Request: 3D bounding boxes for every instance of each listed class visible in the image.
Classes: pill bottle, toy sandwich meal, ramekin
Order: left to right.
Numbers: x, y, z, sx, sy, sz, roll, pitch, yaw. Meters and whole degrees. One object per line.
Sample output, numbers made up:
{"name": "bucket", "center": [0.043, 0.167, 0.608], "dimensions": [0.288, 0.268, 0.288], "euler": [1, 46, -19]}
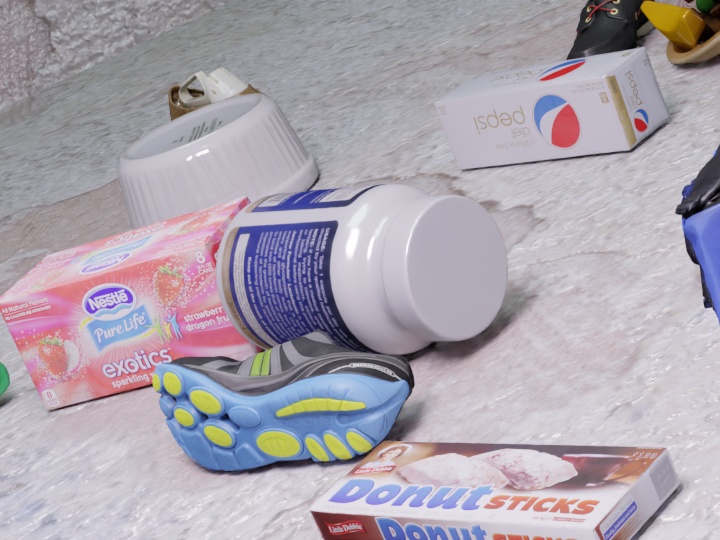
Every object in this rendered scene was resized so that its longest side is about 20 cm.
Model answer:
{"name": "ramekin", "center": [-0.150, -0.101, 1.745], "dimensions": [0.201, 0.095, 0.202], "euler": [-21, 17, 7]}
{"name": "pill bottle", "center": [0.000, 0.000, 1.203], "dimensions": [0.116, 0.116, 0.199], "euler": [-35, 20, -35]}
{"name": "toy sandwich meal", "center": [0.325, -0.268, 1.559], "dimensions": [0.205, 0.070, 0.205], "euler": [-49, 11, 13]}

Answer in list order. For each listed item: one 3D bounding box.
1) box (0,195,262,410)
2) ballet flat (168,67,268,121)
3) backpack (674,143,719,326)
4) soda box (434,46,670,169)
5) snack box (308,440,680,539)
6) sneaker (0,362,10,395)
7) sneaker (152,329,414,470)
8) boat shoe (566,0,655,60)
{"name": "box", "center": [-0.167, 0.026, 1.367], "dimensions": [0.199, 0.103, 0.095], "euler": [-14, 19, 25]}
{"name": "ballet flat", "center": [-0.179, -0.211, 2.155], "dimensions": [0.068, 0.073, 0.200], "euler": [-33, 20, -29]}
{"name": "backpack", "center": [0.244, -0.014, 0.840], "dimensions": [0.162, 0.169, 0.200], "euler": [-14, 15, 18]}
{"name": "soda box", "center": [0.160, -0.136, 1.490], "dimensions": [0.199, 0.068, 0.064], "euler": [-4, 25, 48]}
{"name": "snack box", "center": [0.065, 0.118, 0.915], "dimensions": [0.199, 0.024, 0.072], "euler": [-4, 26, 46]}
{"name": "sneaker", "center": [-0.355, 0.116, 1.383], "dimensions": [0.083, 0.074, 0.200], "euler": [-15, 18, 37]}
{"name": "sneaker", "center": [-0.050, 0.081, 1.116], "dimensions": [0.199, 0.071, 0.083], "euler": [-4, 20, 36]}
{"name": "boat shoe", "center": [0.241, -0.240, 1.719], "dimensions": [0.073, 0.063, 0.201], "euler": [-10, 22, 29]}
